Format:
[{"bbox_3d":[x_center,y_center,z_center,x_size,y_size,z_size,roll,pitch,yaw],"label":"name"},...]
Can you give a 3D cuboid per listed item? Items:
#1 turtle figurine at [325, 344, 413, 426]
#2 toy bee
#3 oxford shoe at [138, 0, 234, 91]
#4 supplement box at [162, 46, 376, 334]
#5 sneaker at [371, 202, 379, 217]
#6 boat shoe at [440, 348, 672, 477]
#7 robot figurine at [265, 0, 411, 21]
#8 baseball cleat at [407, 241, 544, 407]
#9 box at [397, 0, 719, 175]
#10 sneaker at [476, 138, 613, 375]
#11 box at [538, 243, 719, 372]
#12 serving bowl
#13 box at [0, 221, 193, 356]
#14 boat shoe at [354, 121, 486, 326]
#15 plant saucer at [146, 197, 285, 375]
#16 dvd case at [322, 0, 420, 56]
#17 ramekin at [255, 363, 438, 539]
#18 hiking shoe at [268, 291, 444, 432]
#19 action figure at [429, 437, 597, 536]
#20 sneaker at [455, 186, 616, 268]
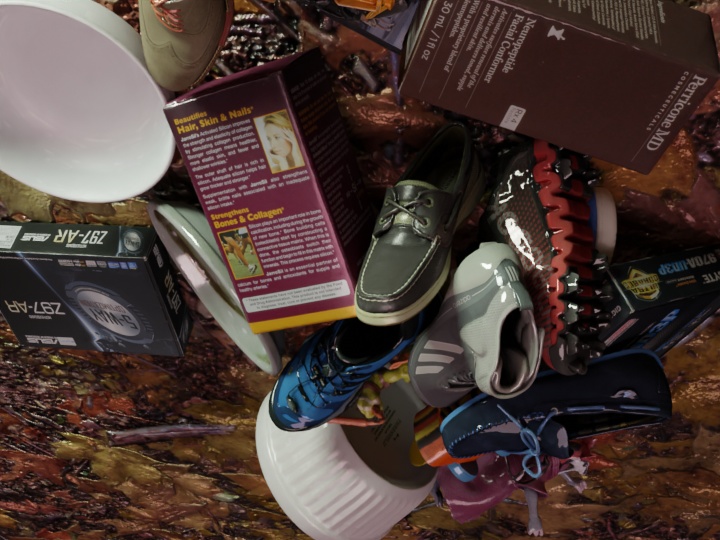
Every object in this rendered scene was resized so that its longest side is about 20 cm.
[{"bbox_3d":[0.058,0.093,0.908,0.198,0.065,0.161,-24,176,6],"label":"turtle figurine"},{"bbox_3d":[0.105,0.158,0.945,0.130,0.110,0.200,-28,147,3],"label":"toy bee"},{"bbox_3d":[-0.122,-0.185,0.598,0.070,0.075,0.201,23,141,2],"label":"oxford shoe"},{"bbox_3d":[-0.061,-0.062,0.749,0.109,0.086,0.202,-11,110,25],"label":"supplement box"},{"bbox_3d":[0.000,0.000,0.872,0.079,0.072,0.200,-21,132,26],"label":"sneaker"},{"bbox_3d":[0.164,0.125,0.783,0.198,0.069,0.084,-23,147,14],"label":"boat shoe"},{"bbox_3d":[-0.048,-0.232,0.612,0.197,0.059,0.146,18,141,9],"label":"robot figurine"},{"bbox_3d":[0.086,0.072,0.730,0.069,0.107,0.201,-6,141,-14],"label":"baseball cleat"},{"bbox_3d":[0.133,-0.149,0.644,0.197,0.076,0.101,15,139,-8],"label":"box"},{"bbox_3d":[0.144,-0.014,0.744,0.097,0.204,0.070,-15,162,39],"label":"sneaker"},{"bbox_3d":[0.233,0.057,0.844,0.157,0.046,0.201,-9,150,-32],"label":"box"},{"bbox_3d":[-0.240,-0.150,0.760,0.197,0.066,0.202,6,140,5],"label":"serving bowl"},{"bbox_3d":[-0.292,0.021,0.985,0.197,0.044,0.161,3,138,9],"label":"box"},{"bbox_3d":[0.043,-0.043,0.722,0.071,0.202,0.067,7,133,28],"label":"boat shoe"},{"bbox_3d":[-0.123,0.005,0.872,0.200,0.050,0.201,48,164,18],"label":"plant saucer"},{"bbox_3d":[0.088,-0.195,0.670,0.198,0.018,0.143,24,138,-16],"label":"dvd case"},{"bbox_3d":[-0.005,0.183,0.993,0.199,0.202,0.105,34,126,-25],"label":"ramekin"},{"bbox_3d":[-0.018,0.072,0.812,0.200,0.086,0.075,-44,75,16],"label":"hiking shoe"},{"bbox_3d":[0.187,0.229,1.098,0.198,0.134,0.150,-29,84,22],"label":"action figure"},{"bbox_3d":[0.145,-0.004,0.830,0.109,0.078,0.201,7,147,-9],"label":"sneaker"}]
